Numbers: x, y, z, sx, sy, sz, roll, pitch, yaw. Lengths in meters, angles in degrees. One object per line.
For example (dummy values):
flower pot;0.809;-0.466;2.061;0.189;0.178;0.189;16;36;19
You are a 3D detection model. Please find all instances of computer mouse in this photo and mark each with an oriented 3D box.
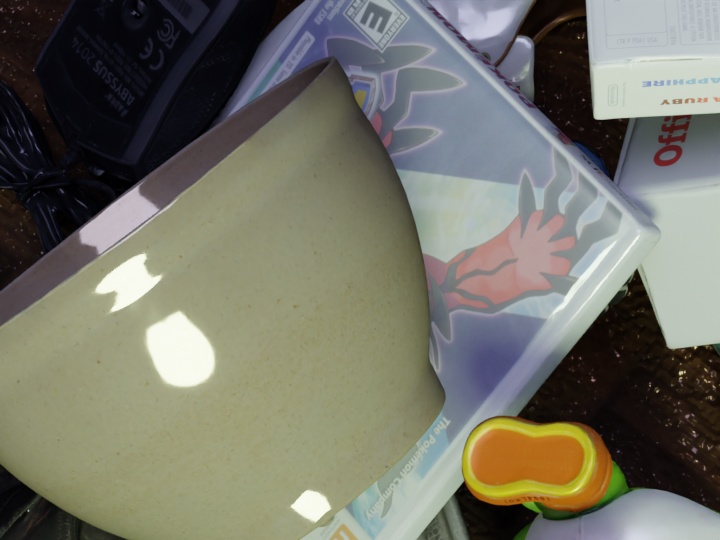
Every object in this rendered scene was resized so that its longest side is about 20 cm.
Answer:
computer mouse;-0.094;-0.099;1.184;0.200;0.053;0.139;-53;58;23

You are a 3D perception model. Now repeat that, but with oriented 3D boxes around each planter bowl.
planter bowl;-0.052;0.031;1.030;0.200;0.200;0.135;-37;98;-7

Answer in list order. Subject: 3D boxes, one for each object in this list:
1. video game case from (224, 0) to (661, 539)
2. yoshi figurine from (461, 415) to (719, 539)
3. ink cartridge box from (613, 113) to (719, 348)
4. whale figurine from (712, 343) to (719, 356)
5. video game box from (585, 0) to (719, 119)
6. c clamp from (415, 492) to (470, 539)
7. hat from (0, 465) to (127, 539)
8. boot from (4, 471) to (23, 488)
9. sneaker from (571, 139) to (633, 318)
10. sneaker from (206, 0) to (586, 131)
video game case;0.000;0.000;1.107;0.182;0.023;0.200;46;109;24
yoshi figurine;0.084;0.122;1.082;0.112;0.200;0.113;37;90;26
ink cartridge box;0.215;-0.053;1.097;0.199;0.085;0.145;-6;36;23
whale figurine;0.222;0.018;1.138;0.158;0.104;0.201;7;64;16
video game box;0.174;-0.156;1.041;0.181;0.047;0.201;-3;61;6
c clamp;-0.014;0.161;1.126;0.170;0.027;0.201;-30;59;33
hat;-0.102;0.141;1.090;0.081;0.200;0.202;-16;69;40
boot;-0.179;0.176;1.147;0.106;0.075;0.202;-8;71;11
sneaker;0.020;-0.015;1.187;0.198;0.079;0.090;-7;51;8
sneaker;0.028;-0.095;1.200;0.199;0.073;0.085;-33;73;-7
